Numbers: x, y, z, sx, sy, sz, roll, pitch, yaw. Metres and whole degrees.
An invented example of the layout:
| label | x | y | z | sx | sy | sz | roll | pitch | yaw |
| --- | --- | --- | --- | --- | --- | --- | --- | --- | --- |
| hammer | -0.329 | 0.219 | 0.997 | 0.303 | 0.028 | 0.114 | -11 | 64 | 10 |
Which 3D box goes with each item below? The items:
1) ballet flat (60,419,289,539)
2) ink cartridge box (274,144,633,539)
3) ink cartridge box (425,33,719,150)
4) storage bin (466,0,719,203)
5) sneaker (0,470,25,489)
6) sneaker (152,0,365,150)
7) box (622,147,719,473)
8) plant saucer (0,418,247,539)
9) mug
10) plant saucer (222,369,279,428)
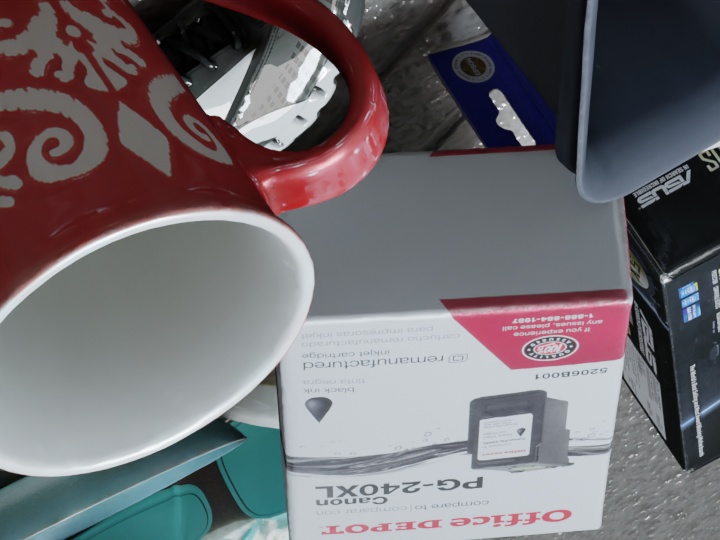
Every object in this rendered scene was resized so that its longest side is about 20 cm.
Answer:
| label | x | y | z | sx | sy | sz | roll | pitch | yaw |
| --- | --- | --- | --- | --- | --- | --- | --- | --- | --- |
| ballet flat | -0.062 | 0.114 | 1.454 | 0.199 | 0.072 | 0.072 | -27 | 149 | 8 |
| ink cartridge box | 0.036 | 0.037 | 1.270 | 0.145 | 0.084 | 0.200 | -4 | 147 | -2 |
| ink cartridge box | 0.138 | -0.096 | 1.302 | 0.199 | 0.095 | 0.037 | -19 | 146 | -19 |
| storage bin | 0.105 | -0.154 | 1.155 | 0.145 | 0.134 | 0.200 | -30 | 150 | -19 |
| sneaker | -0.180 | 0.046 | 1.250 | 0.093 | 0.070 | 0.200 | -36 | 151 | -3 |
| sneaker | -0.080 | -0.065 | 1.188 | 0.200 | 0.067 | 0.090 | -44 | 148 | 23 |
| box | 0.205 | -0.011 | 1.484 | 0.163 | 0.086 | 0.200 | -27 | 148 | -8 |
| plant saucer | -0.145 | 0.109 | 1.341 | 0.200 | 0.027 | 0.200 | -27 | 177 | -2 |
| mug | -0.101 | -0.049 | 1.068 | 0.177 | 0.200 | 0.134 | -11 | 142 | -30 |
| plant saucer | 0.000 | 0.000 | 1.335 | 0.199 | 0.050 | 0.200 | -9 | 148 | -5 |
